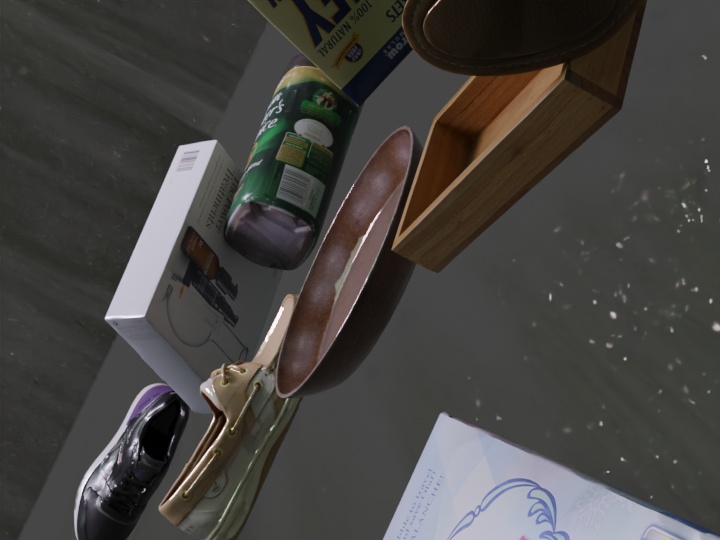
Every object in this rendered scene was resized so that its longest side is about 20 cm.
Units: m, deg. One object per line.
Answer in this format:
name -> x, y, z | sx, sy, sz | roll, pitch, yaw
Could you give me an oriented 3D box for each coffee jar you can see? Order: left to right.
coffee jar -> -0.057, -0.108, 1.265 | 0.105, 0.084, 0.202 | 125, 166, -55

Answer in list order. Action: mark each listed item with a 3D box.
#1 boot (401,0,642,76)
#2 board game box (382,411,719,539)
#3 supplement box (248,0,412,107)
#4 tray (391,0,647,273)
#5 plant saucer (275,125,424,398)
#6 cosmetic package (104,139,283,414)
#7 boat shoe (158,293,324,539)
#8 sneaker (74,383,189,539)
boot -> 0.106, -0.187, 0.642 | 0.199, 0.077, 0.156 | -35, 31, 28
board game box -> 0.033, 0.156, 0.412 | 0.202, 0.043, 0.199 | -65, 18, -4
supplement box -> -0.033, -0.278, 1.156 | 0.134, 0.199, 0.201 | -44, 19, 13
tray -> 0.083, -0.083, 0.731 | 0.200, 0.037, 0.100 | -47, 22, 58
plant saucer -> 0.000, 0.000, 0.926 | 0.202, 0.034, 0.201 | -59, 13, 22
cosmetic package -> -0.142, 0.006, 1.255 | 0.051, 0.151, 0.202 | -4, 51, 29
boat shoe -> -0.088, 0.102, 1.009 | 0.202, 0.068, 0.074 | -68, 12, -15
sneaker -> -0.246, 0.216, 1.462 | 0.202, 0.075, 0.087 | -66, 18, -8
